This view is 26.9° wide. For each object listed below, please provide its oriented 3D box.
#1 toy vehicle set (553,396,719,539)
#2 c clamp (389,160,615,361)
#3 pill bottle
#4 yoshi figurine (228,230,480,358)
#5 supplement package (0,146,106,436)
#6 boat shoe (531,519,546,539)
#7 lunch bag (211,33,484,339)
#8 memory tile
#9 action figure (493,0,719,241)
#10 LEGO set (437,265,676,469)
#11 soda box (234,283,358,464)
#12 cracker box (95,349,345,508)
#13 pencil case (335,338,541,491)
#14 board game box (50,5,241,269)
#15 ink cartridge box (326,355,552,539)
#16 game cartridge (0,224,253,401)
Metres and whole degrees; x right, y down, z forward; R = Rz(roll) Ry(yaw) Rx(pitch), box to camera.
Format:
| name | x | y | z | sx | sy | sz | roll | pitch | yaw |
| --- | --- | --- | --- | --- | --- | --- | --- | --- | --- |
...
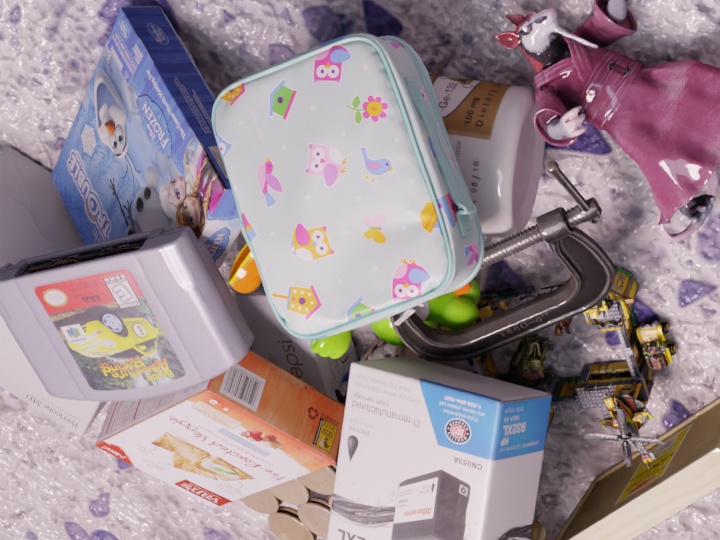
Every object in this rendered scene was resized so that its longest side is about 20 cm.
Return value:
| name | x | y | z | sx | sy | sz | roll | pitch | yaw |
| --- | --- | --- | --- | --- | --- | --- | --- | --- | --- |
| toy vehicle set | 0.245 | 0.168 | 1.228 | 0.027 | 0.124 | 0.200 | 48 | 129 | 0 |
| c clamp | 0.100 | 0.001 | 1.115 | 0.200 | 0.027 | 0.171 | -29 | 139 | 24 |
| pill bottle | 0.032 | -0.094 | 1.144 | 0.199 | 0.114 | 0.115 | 10 | 126 | 17 |
| yoshi figurine | -0.006 | 0.012 | 1.195 | 0.199 | 0.112 | 0.113 | 20 | 96 | -15 |
| supplement package | -0.278 | 0.017 | 1.330 | 0.200 | 0.156 | 0.111 | 31 | 130 | 0 |
| boat shoe | 0.072 | 0.240 | 1.391 | 0.200 | 0.073 | 0.063 | -4 | 127 | 34 |
| lunch bag | -0.004 | -0.057 | 1.057 | 0.160 | 0.077 | 0.201 | -20 | 87 | 21 |
| memory tile | -0.016 | 0.242 | 1.385 | 0.200 | 0.017 | 0.153 | 45 | 141 | -14 |
| action figure | 0.188 | -0.131 | 1.084 | 0.200 | 0.134 | 0.149 | 34 | 174 | 14 |
| LEGO set | 0.146 | 0.087 | 1.219 | 0.199 | 0.116 | 0.154 | -1 | 122 | 24 |
| soda box | -0.045 | 0.086 | 1.332 | 0.063 | 0.068 | 0.201 | -1 | 123 | 27 |
| cracker box | -0.122 | 0.136 | 1.301 | 0.134 | 0.058 | 0.200 | 32 | 146 | -24 |
| pencil case | 0.072 | 0.147 | 1.311 | 0.200 | 0.090 | 0.078 | 45 | 121 | -10 |
| board game box | -0.171 | -0.073 | 1.223 | 0.200 | 0.043 | 0.199 | 58 | 137 | 28 |
| ink cartridge box | 0.057 | 0.181 | 1.189 | 0.145 | 0.084 | 0.201 | 12 | 98 | 34 |
| game cartridge | -0.190 | 0.040 | 1.189 | 0.199 | 0.041 | 0.133 | -11 | 123 | 27 |
